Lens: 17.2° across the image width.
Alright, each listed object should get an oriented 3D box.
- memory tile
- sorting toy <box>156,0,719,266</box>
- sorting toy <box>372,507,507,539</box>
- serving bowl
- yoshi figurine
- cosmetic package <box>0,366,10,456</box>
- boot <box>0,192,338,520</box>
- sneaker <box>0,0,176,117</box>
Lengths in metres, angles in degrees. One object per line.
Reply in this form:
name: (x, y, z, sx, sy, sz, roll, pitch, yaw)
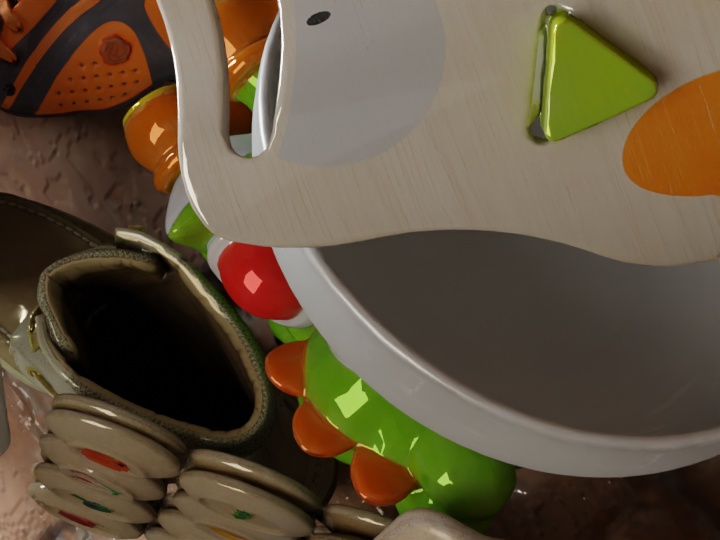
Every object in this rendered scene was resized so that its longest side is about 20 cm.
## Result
memory tile: (-0.050, 0.095, 0.880, 0.153, 0.017, 0.200, 23, 163, -4)
sorting toy: (0.023, -0.090, 0.674, 0.107, 0.179, 0.201, 73, 178, -70)
sorting toy: (0.056, 0.144, 0.830, 0.185, 0.199, 0.037, -47, 38, 40)
serving bowl: (0.056, -0.018, 0.738, 0.200, 0.200, 0.066, 48, 143, 14)
yoshi figurine: (0.009, 0.001, 0.817, 0.112, 0.112, 0.201, -31, 68, 0)
cosmetic package: (-0.243, -0.011, 0.818, 0.167, 0.166, 0.201, 16, 122, 35)
boot: (-0.100, 0.017, 0.902, 0.200, 0.072, 0.155, 37, 172, 16)
sneaker: (-0.136, -0.121, 0.871, 0.199, 0.078, 0.112, 26, 116, -8)
